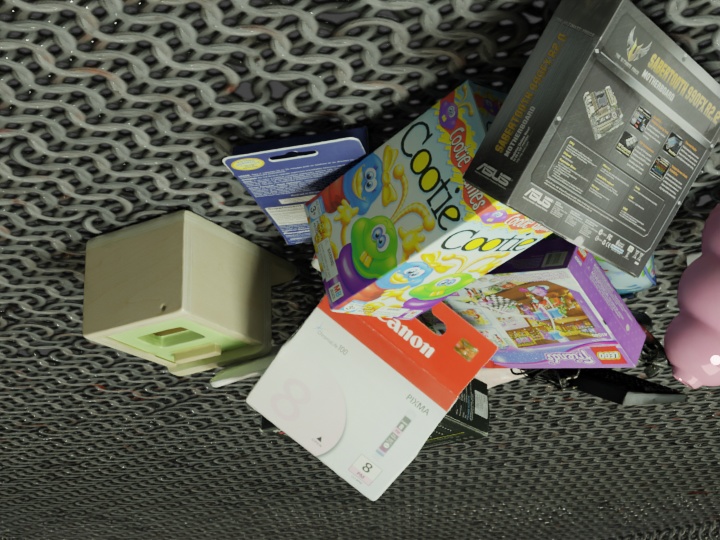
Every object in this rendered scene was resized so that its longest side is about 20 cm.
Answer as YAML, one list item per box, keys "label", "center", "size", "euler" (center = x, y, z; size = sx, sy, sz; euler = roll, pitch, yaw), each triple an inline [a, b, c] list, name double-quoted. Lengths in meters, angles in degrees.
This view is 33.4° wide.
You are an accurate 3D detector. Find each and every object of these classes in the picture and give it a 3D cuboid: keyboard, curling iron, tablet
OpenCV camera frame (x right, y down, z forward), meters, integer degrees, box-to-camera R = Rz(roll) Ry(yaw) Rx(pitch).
- label: "keyboard"
  center: [0.226, 0.095, 1.190]
  size: [0.103, 0.040, 0.200]
  euler: [-2, -174, -25]
- label: "curling iron"
  center: [0.228, 0.038, 1.115]
  size: [0.025, 0.050, 0.200]
  euler: [-38, 122, 20]
- label: "tablet"
  center: [-0.051, 0.078, 1.240]
  size: [0.198, 0.014, 0.130]
  euler: [-17, -176, 8]

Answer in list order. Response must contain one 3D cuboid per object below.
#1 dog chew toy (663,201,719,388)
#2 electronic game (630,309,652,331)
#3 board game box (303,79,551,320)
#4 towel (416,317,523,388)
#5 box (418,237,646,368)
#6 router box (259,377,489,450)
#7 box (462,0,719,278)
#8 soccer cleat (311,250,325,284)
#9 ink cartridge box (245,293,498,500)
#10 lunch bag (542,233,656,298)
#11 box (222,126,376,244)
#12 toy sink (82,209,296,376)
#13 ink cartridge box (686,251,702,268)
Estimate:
- label: "dog chew toy"
  center: [0.356, 0.020, 1.125]
  size: [0.124, 0.201, 0.125]
  euler: [33, 177, 2]
- label: "electronic game"
  center: [0.200, 0.058, 1.239]
  size: [0.197, 0.042, 0.200]
  euler: [1, 169, 0]
- label: "board game box"
  center: [0.063, -0.050, 0.982]
  size: [0.104, 0.104, 0.199]
  euler: [7, 148, -44]
- label: "towel"
  center: [0.126, 0.075, 1.372]
  size: [0.190, 0.033, 0.200]
  euler: [-25, 134, 29]
- label: "box"
  center: [0.142, 0.034, 1.097]
  size: [0.198, 0.039, 0.137]
  euler: [-4, 136, 42]
- label: "router box"
  center: [0.014, 0.144, 1.266]
  size: [0.199, 0.063, 0.149]
  euler: [-18, 148, 38]
- label: "box"
  center: [0.180, -0.096, 0.873]
  size: [0.199, 0.160, 0.048]
  euler: [21, -170, -48]
- label: "soccer cleat"
  center: [0.000, 0.000, 1.207]
  size: [0.084, 0.069, 0.200]
  euler: [15, 178, 7]
- label: "ink cartridge box"
  center: [0.006, 0.099, 1.121]
  size: [0.162, 0.057, 0.201]
  euler: [38, 125, 1]
- label: "lunch bag"
  center: [0.191, -0.033, 1.138]
  size: [0.159, 0.084, 0.200]
  euler: [-5, 159, 20]
- label: "box"
  center: [-0.036, -0.078, 1.057]
  size: [0.120, 0.033, 0.200]
  euler: [-7, 160, 11]
- label: "toy sink"
  center: [-0.167, 0.035, 1.224]
  size: [0.129, 0.113, 0.199]
  euler: [-13, 157, 27]
- label: "ink cartridge box"
  center: [0.471, 0.019, 1.295]
  size: [0.198, 0.087, 0.146]
  euler: [-13, 156, 30]
